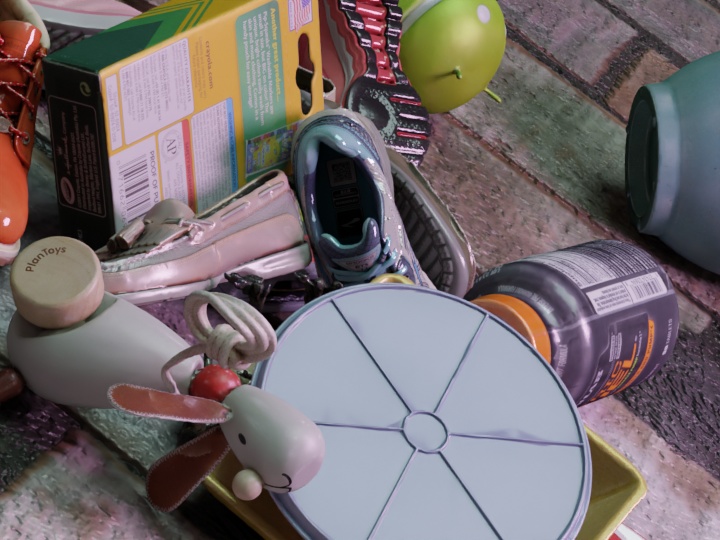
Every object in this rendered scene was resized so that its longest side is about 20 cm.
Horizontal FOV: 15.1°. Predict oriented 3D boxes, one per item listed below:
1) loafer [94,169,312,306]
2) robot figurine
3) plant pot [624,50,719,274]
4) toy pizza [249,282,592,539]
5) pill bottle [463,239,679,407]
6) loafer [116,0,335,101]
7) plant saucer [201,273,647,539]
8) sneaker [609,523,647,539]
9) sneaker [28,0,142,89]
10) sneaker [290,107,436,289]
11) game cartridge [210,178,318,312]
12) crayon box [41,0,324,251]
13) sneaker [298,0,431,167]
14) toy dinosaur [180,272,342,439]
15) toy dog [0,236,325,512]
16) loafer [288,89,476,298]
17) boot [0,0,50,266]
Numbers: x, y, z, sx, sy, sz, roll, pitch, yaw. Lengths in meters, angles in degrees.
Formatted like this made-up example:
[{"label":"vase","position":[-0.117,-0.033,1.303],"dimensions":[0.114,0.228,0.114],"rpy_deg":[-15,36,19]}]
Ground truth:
[{"label":"loafer","position":[-0.105,-0.017,1.582],"dimensions":[0.200,0.072,0.063],"rpy_deg":[-13,97,-53]},{"label":"robot figurine","position":[0.032,-0.203,2.099],"dimensions":[0.200,0.116,0.175],"rpy_deg":[48,15,25]},{"label":"plant pot","position":[0.286,-0.088,2.169],"dimensions":[0.133,0.201,0.201],"rpy_deg":[2,31,-7]},{"label":"toy pizza","position":[0.031,0.096,1.487],"dimensions":[0.199,0.032,0.201],"rpy_deg":[10,54,-14]},{"label":"pill bottle","position":[0.127,0.041,1.793],"dimensions":[0.106,0.106,0.200],"rpy_deg":[44,25,18]},{"label":"loafer","position":[-0.101,-0.147,1.882],"dimensions":[0.199,0.068,0.076],"rpy_deg":[29,25,-14]},{"label":"plant saucer","position":[0.031,0.125,1.516],"dimensions":[0.200,0.049,0.200],"rpy_deg":[39,50,8]},{"label":"sneaker","position":[0.107,0.167,1.577],"dimensions":[0.199,0.079,0.116],"rpy_deg":[33,23,-3]},{"label":"sneaker","position":[-0.161,-0.153,1.781],"dimensions":[0.199,0.076,0.105],"rpy_deg":[14,29,-12]},{"label":"sneaker","position":[0.000,0.000,1.656],"dimensions":[0.086,0.077,0.201],"rpy_deg":[-34,103,-83]},{"label":"game cartridge","position":[-0.062,-0.029,1.763],"dimensions":[0.133,0.041,0.200],"rpy_deg":[44,25,26]},{"label":"crayon box","position":[-0.103,-0.097,1.646],"dimensions":[0.051,0.126,0.200],"rpy_deg":[16,31,35]},{"label":"sneaker","position":[-0.005,-0.123,1.968],"dimensions":[0.073,0.087,0.201],"rpy_deg":[13,56,-30]},{"label":"toy dinosaur","position":[-0.052,0.046,1.583],"dimensions":[0.047,0.089,0.200],"rpy_deg":[19,16,24]},{"label":"toy dog","position":[-0.125,0.067,1.422],"dimensions":[0.199,0.096,0.132],"rpy_deg":[19,-33,40]},{"label":"loafer","position":[0.018,-0.049,1.767],"dimensions":[0.069,0.075,0.200],"rpy_deg":[1,41,-46]},{"label":"boot","position":[-0.220,-0.090,1.579],"dimensions":[0.075,0.107,0.200],"rpy_deg":[22,29,-30]}]
